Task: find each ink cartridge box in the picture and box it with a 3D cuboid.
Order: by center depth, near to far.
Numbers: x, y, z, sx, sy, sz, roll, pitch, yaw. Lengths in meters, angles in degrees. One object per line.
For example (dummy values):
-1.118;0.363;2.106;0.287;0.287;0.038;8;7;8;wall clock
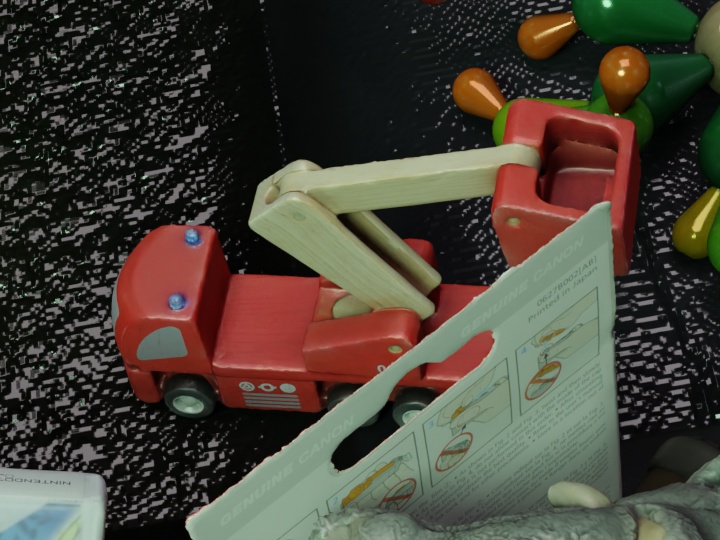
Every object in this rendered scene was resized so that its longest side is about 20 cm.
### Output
0.012;0.072;0.676;0.161;0.200;0.050;-37;55;-19;ink cartridge box

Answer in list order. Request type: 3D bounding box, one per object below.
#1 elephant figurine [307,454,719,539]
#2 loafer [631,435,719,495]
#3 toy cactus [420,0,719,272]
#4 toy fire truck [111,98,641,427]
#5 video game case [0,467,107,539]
0.115;0.099;0.605;0.200;0.156;0.141;-22;3;30;elephant figurine
0.153;0.139;0.694;0.071;0.073;0.200;-43;53;-10;loafer
0.125;-0.086;0.855;0.165;0.103;0.200;-22;44;-20;toy cactus
0.000;0.000;0.769;0.199;0.141;0.049;3;54;11;toy fire truck
-0.174;0.148;0.637;0.182;0.201;0.022;4;20;-9;video game case
